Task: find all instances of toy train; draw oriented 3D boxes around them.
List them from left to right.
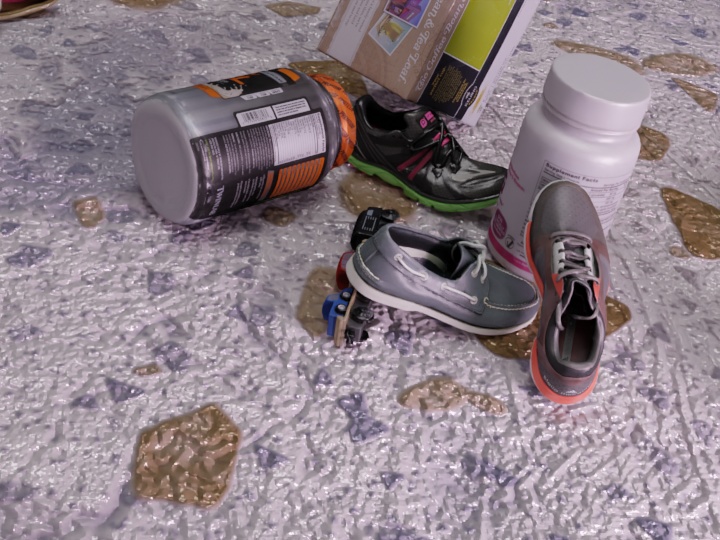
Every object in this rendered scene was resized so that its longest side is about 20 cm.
[{"bbox_3d":[0.000,0.000,0.976,0.045,0.034,0.201,12,36,3],"label":"toy train"}]

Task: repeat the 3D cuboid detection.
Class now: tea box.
[{"bbox_3d":[0.087,-0.290,1.198,0.133,0.201,0.196,33,12,24],"label":"tea box"}]

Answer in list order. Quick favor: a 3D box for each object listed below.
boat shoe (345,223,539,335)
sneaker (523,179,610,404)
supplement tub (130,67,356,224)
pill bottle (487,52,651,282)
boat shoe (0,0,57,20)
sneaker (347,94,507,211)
[{"bbox_3d":[0.086,0.005,0.949,0.198,0.062,0.073,13,40,-27],"label":"boat shoe"},{"bbox_3d":[0.185,0.008,0.916,0.076,0.082,0.202,1,70,-3],"label":"sneaker"},{"bbox_3d":[-0.108,-0.125,1.030,0.199,0.123,0.122,-20,48,-39],"label":"supplement tub"},{"bbox_3d":[0.199,-0.095,1.028,0.112,0.201,0.114,9,36,-7],"label":"pill bottle"},{"bbox_3d":[-0.427,-0.318,1.219,0.069,0.074,0.199,29,37,29],"label":"boat shoe"},{"bbox_3d":[0.068,-0.123,1.119,0.198,0.084,0.077,23,37,12],"label":"sneaker"}]
